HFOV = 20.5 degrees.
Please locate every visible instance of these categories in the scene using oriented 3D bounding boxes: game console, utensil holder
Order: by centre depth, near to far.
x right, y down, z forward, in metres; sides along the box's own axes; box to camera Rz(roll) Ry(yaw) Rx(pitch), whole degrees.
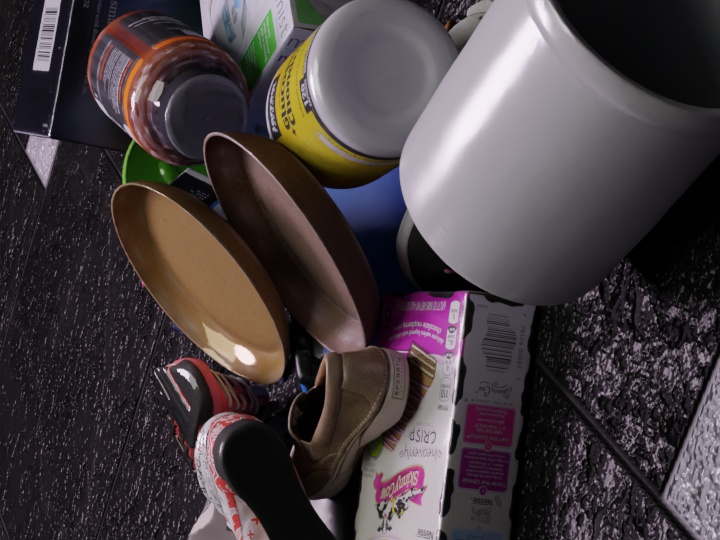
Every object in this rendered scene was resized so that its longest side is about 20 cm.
[{"bbox_3d":[0.135,-0.098,1.212,0.200,0.169,0.171,125,144,-46],"label":"utensil holder"},{"bbox_3d":[0.000,0.000,1.604,0.171,0.117,0.202,78,-174,-67],"label":"game console"}]

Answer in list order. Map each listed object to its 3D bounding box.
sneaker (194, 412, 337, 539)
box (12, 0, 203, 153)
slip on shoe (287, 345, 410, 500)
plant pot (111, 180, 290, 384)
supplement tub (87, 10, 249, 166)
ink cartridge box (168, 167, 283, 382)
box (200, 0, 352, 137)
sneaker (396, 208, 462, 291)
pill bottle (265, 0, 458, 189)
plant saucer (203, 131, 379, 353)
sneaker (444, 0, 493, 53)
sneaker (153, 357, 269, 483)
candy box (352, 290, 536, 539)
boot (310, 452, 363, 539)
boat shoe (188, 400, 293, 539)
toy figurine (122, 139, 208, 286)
[{"bbox_3d":[-0.062,0.197,1.484,0.203,0.067,0.108,67,166,-11],"label":"sneaker"},{"bbox_3d":[-0.204,-0.210,1.891,0.123,0.197,0.202,15,95,61],"label":"box"},{"bbox_3d":[-0.026,0.111,1.453,0.200,0.060,0.077,132,142,-60],"label":"slip on shoe"},{"bbox_3d":[-0.123,0.005,1.598,0.027,0.201,0.200,-42,14,-24],"label":"plant pot"},{"bbox_3d":[-0.157,-0.150,1.669,0.200,0.106,0.108,-140,62,-63],"label":"supplement tub"},{"bbox_3d":[-0.113,0.016,1.681,0.099,0.039,0.201,25,139,25],"label":"ink cartridge box"},{"bbox_3d":[-0.059,-0.223,1.721,0.177,0.096,0.201,127,143,-48],"label":"box"},{"bbox_3d":[0.085,-0.021,1.390,0.099,0.070,0.201,49,151,24],"label":"sneaker"},{"bbox_3d":[-0.006,-0.120,1.434,0.200,0.111,0.113,153,123,-73],"label":"pill bottle"},{"bbox_3d":[-0.046,-0.024,1.474,0.200,0.034,0.201,48,162,21],"label":"plant saucer"},{"bbox_3d":[0.101,-0.154,1.396,0.200,0.072,0.086,7,87,63],"label":"sneaker"},{"bbox_3d":[-0.120,0.111,1.687,0.074,0.086,0.200,59,167,18],"label":"sneaker"},{"bbox_3d":[0.056,0.117,1.414,0.136,0.061,0.202,-4,80,64],"label":"candy box"},{"bbox_3d":[-0.041,0.212,1.571,0.181,0.072,0.202,-23,67,44],"label":"boot"},{"bbox_3d":[-0.088,0.189,1.694,0.093,0.074,0.200,-59,-2,-33],"label":"boat shoe"},{"bbox_3d":[-0.148,-0.023,1.843,0.201,0.149,0.184,63,157,14],"label":"toy figurine"}]
